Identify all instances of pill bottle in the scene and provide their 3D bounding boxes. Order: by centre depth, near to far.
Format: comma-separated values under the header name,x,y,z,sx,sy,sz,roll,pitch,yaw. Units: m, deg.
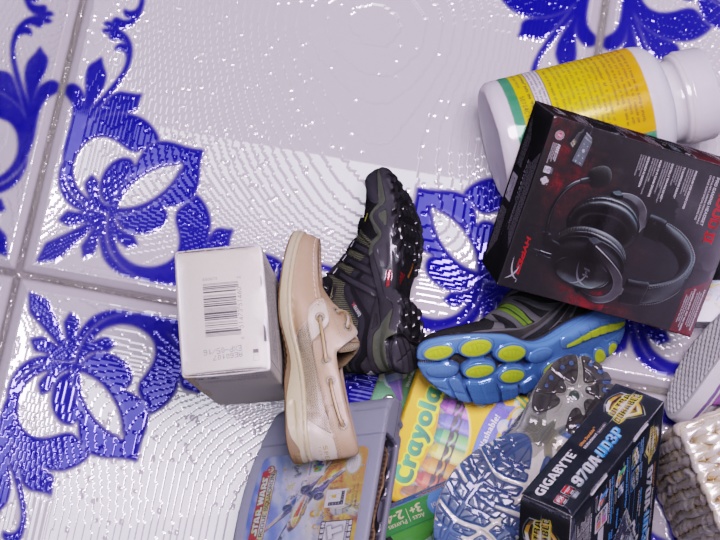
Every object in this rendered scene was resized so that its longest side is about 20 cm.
name,x,y,z,sx,sy,sz,roll,pitch,yaw
pill bottle,0.214,-0.136,1.190,0.199,0.113,0.113,-14,78,-2

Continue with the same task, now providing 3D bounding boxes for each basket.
name,x,y,z,sx,sy,sz,roll,pitch,yaw
basket,0.355,0.178,1.080,0.199,0.198,0.162,-20,76,-2

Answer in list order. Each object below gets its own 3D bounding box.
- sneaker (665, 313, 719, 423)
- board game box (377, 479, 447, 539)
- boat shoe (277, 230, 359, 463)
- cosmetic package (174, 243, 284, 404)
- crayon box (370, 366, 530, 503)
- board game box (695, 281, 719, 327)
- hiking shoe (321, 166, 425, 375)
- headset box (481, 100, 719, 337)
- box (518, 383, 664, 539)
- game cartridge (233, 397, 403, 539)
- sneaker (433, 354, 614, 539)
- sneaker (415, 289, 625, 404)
name,x,y,z,sx,sy,sz,roll,pitch,yaw
sneaker,0.359,0.073,1.143,0.114,0.073,0.201,35,103,-10
board game box,0.058,0.293,1.115,0.151,0.037,0.201,-24,89,9
boat shoe,-0.032,0.062,1.123,0.064,0.071,0.201,-5,73,6
cosmetic package,-0.103,0.051,1.115,0.073,0.200,0.104,-5,77,0
crayon box,0.095,0.161,1.163,0.199,0.052,0.126,19,79,6
board game box,0.380,-0.017,1.200,0.199,0.034,0.135,0,79,1
hiking shoe,0.000,0.000,1.183,0.100,0.076,0.201,-12,60,22
headset box,0.222,-0.041,1.122,0.199,0.077,0.150,16,105,-9
box,0.180,0.215,1.050,0.046,0.201,0.159,19,39,31
game cartridge,-0.039,0.201,1.109,0.132,0.042,0.201,-8,50,23
sneaker,0.134,0.163,1.086,0.077,0.085,0.200,41,69,15
sneaker,0.134,0.059,1.157,0.199,0.071,0.083,-14,33,-24
